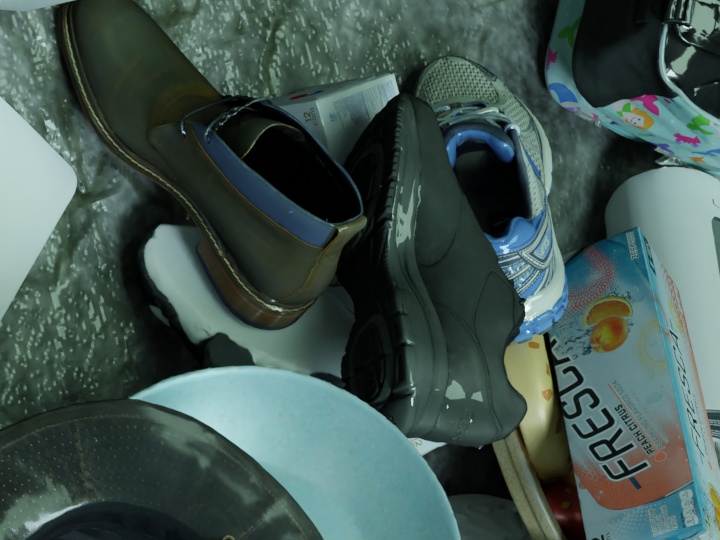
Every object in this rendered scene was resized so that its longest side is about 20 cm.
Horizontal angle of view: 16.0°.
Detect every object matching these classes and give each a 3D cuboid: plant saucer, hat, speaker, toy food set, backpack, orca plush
[{"bbox_3d":[-0.052,0.144,1.178,0.201,0.039,0.201,3,69,-7],"label":"plant saucer"},{"bbox_3d":[-0.103,0.157,1.103,0.200,0.081,0.201,2,77,-10],"label":"hat"},{"bbox_3d":[0.188,0.033,1.490,0.081,0.081,0.200,42,31,-34],"label":"speaker"},{"bbox_3d":[0.119,0.091,1.441,0.200,0.049,0.198,64,17,-13],"label":"toy food set"},{"bbox_3d":[0.216,-0.147,1.538,0.200,0.150,0.178,21,74,-34],"label":"backpack"},{"bbox_3d":[-0.027,0.043,1.317,0.200,0.071,0.105,15,57,-10],"label":"orca plush"}]

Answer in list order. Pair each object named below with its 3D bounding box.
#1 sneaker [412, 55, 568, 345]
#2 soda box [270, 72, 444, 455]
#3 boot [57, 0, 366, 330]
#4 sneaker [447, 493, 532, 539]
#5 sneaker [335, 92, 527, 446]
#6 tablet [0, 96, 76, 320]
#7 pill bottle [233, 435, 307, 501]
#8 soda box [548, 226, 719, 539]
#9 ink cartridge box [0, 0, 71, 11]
[{"bbox_3d":[0.067,-0.058,1.377,0.085,0.077,0.200,70,3,-46],"label":"sneaker"},{"bbox_3d":[0.000,0.000,1.372,0.064,0.068,0.200,-22,102,-43],"label":"soda box"},{"bbox_3d":[-0.068,-0.074,1.254,0.075,0.097,0.200,-33,85,-36],"label":"boot"},{"bbox_3d":[0.042,0.221,1.405,0.200,0.080,0.147,-38,139,-60],"label":"sneaker"},{"bbox_3d":[0.036,0.003,1.275,0.091,0.076,0.200,13,56,-26],"label":"sneaker"},{"bbox_3d":[-0.217,-0.005,1.199,0.130,0.014,0.200,46,58,-32],"label":"tablet"},{"bbox_3d":[-0.080,0.168,1.247,0.113,0.113,0.200,38,62,-35],"label":"pill bottle"},{"bbox_3d":[0.145,0.079,1.344,0.068,0.064,0.200,52,23,-46],"label":"soda box"},{"bbox_3d":[-0.210,-0.201,1.172,0.200,0.084,0.146,0,87,-45],"label":"ink cartridge box"}]
